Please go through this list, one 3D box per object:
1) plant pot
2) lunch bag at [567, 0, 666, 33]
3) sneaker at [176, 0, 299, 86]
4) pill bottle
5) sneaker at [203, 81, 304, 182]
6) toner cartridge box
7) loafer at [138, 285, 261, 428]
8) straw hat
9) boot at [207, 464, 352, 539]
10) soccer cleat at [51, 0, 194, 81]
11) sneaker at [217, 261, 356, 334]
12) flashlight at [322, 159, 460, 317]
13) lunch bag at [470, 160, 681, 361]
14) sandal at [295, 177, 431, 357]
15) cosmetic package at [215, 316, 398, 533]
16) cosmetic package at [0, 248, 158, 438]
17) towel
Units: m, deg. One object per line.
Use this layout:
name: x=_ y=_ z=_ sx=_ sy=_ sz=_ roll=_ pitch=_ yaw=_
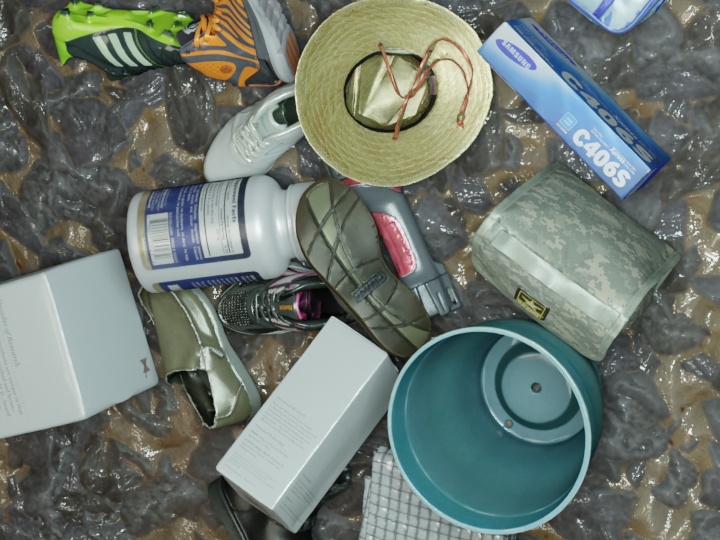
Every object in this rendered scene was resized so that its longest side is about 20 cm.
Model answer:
plant pot: x=0.153 y=0.135 z=1.613 sx=0.200 sy=0.188 sz=0.200 roll=4 pitch=101 yaw=22
lunch bag: x=0.258 y=-0.334 z=1.539 sx=0.161 sy=0.082 sz=0.200 roll=44 pitch=114 yaw=6
sneaker: x=-0.142 y=-0.262 z=1.651 sx=0.112 sy=0.078 sz=0.200 roll=-7 pitch=129 yaw=16
pill bottle: x=-0.137 y=-0.041 z=1.733 sx=0.200 sy=0.111 sz=0.111 roll=-7 pitch=98 yaw=12
sneaker: x=-0.099 y=-0.151 z=1.722 sx=0.200 sy=0.080 sz=0.070 roll=-35 pitch=88 yaw=26
toner cartridge box: x=0.208 y=-0.159 z=1.585 sx=0.200 sy=0.095 sz=0.043 roll=47 pitch=112 yaw=7
loafer: x=-0.185 y=0.088 z=1.798 sx=0.200 sy=0.070 sz=0.075 roll=55 pitch=139 yaw=4
straw hat: x=0.027 y=-0.180 z=1.657 sx=0.201 sy=0.085 sz=0.201 roll=-1 pitch=96 yaw=-9
boot: x=-0.059 y=0.274 z=1.788 sx=0.158 sy=0.079 sz=0.211 roll=-36 pitch=85 yaw=24
soccer cleat: x=-0.240 y=-0.243 z=1.777 sx=0.200 sy=0.068 sz=0.081 roll=12 pitch=129 yaw=16
sneaker: x=-0.069 y=0.030 z=1.740 sx=0.200 sy=0.086 sz=0.080 roll=-10 pitch=94 yaw=24
flashlight: x=0.029 y=-0.039 z=1.698 sx=0.068 sy=0.068 sz=0.200 roll=-21 pitch=92 yaw=41
lunch bag: x=0.198 y=-0.005 z=1.561 sx=0.164 sy=0.200 sz=0.118 roll=39 pitch=111 yaw=10
sandal: x=0.000 y=0.000 z=1.665 sx=0.082 sy=0.055 sz=0.200 roll=-39 pitch=97 yaw=-11
cosmetic package: x=-0.048 y=0.160 z=1.687 sx=0.081 sy=0.113 sz=0.200 roll=32 pitch=76 yaw=21
cosmetic package: x=-0.367 y=0.088 z=1.830 sx=0.200 sy=0.167 sz=0.167 roll=-15 pitch=94 yaw=23
towel: x=0.084 y=0.285 z=1.731 sx=0.165 sy=0.086 sz=0.200 roll=10 pitch=105 yaw=22
